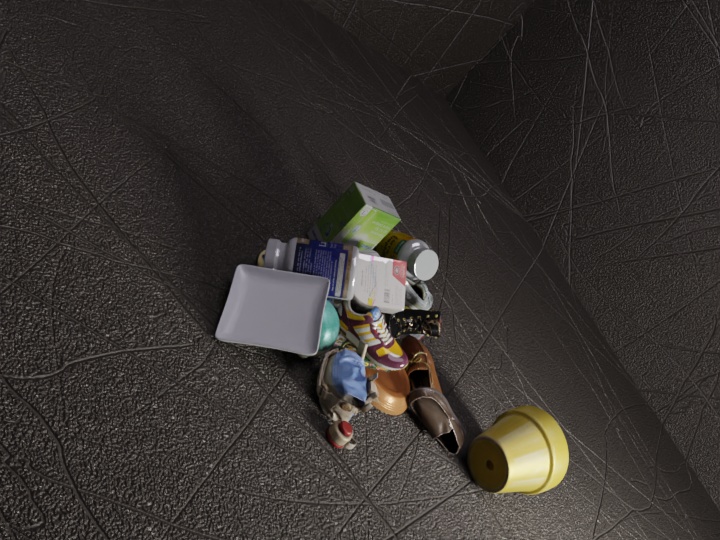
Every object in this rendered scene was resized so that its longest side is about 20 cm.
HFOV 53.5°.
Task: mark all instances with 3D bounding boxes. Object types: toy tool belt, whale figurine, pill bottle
[{"bbox_3d":[-0.020,0.239,1.426,0.124,0.123,0.202,32,29,-28],"label":"toy tool belt"},{"bbox_3d":[-0.130,0.102,1.462,0.196,0.105,0.161,10,39,-36],"label":"whale figurine"},{"bbox_3d":[-0.105,-0.007,1.523,0.195,0.118,0.117,8,32,-3],"label":"pill bottle"},{"bbox_3d":[0.126,-0.039,1.980,0.112,0.115,0.199,28,0,-35],"label":"pill bottle"}]

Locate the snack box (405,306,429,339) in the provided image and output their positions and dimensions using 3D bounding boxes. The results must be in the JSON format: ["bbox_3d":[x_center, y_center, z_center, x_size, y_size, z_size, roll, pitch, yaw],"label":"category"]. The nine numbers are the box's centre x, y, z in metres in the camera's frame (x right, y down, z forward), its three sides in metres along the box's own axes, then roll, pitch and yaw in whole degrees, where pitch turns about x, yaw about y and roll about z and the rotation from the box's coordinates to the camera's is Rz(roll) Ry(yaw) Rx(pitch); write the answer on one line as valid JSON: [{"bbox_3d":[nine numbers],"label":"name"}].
[{"bbox_3d":[0.101,0.080,1.932,0.199,0.053,0.143,39,26,-19],"label":"snack box"}]

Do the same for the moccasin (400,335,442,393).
[{"bbox_3d":[0.140,0.249,1.742,0.077,0.073,0.205,29,39,-49],"label":"moccasin"}]

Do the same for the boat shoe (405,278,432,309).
[{"bbox_3d":[0.142,0.059,1.884,0.200,0.064,0.075,22,35,-52],"label":"boat shoe"}]

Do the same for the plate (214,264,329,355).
[{"bbox_3d":[-0.168,0.080,1.403,0.194,0.033,0.203,9,45,0],"label":"plate"}]

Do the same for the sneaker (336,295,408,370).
[{"bbox_3d":[0.031,0.134,1.566,0.198,0.091,0.075,36,34,9],"label":"sneaker"}]

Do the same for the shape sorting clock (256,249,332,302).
[{"bbox_3d":[-0.149,0.024,1.625,0.198,0.039,0.202,30,33,-21],"label":"shape sorting clock"}]

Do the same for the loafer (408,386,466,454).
[{"bbox_3d":[0.181,0.345,1.636,0.200,0.072,0.072,47,28,-22],"label":"loafer"}]

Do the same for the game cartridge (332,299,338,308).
[{"bbox_3d":[-0.005,0.042,1.773,0.131,0.042,0.201,27,33,5],"label":"game cartridge"}]

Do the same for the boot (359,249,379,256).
[{"bbox_3d":[0.000,0.000,1.732,0.198,0.075,0.095,-12,43,-46],"label":"boot"}]

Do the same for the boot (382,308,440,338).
[{"bbox_3d":[0.123,0.134,1.756,0.200,0.146,0.075,-33,125,-80],"label":"boot"}]

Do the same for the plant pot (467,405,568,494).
[{"bbox_3d":[0.359,0.439,1.692,0.186,0.202,0.203,-5,54,-40],"label":"plant pot"}]

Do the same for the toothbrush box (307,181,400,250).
[{"bbox_3d":[-0.018,-0.113,1.846,0.144,0.200,0.087,18,37,-46],"label":"toothbrush box"}]

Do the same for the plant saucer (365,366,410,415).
[{"bbox_3d":[0.047,0.235,1.643,0.199,0.037,0.202,37,27,-23],"label":"plant saucer"}]

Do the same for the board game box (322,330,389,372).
[{"bbox_3d":[-0.027,0.161,1.586,0.196,0.024,0.106,17,33,-22],"label":"board game box"}]

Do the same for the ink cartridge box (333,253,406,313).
[{"bbox_3d":[0.005,0.027,1.662,0.196,0.067,0.120,10,76,-23],"label":"ink cartridge box"}]
